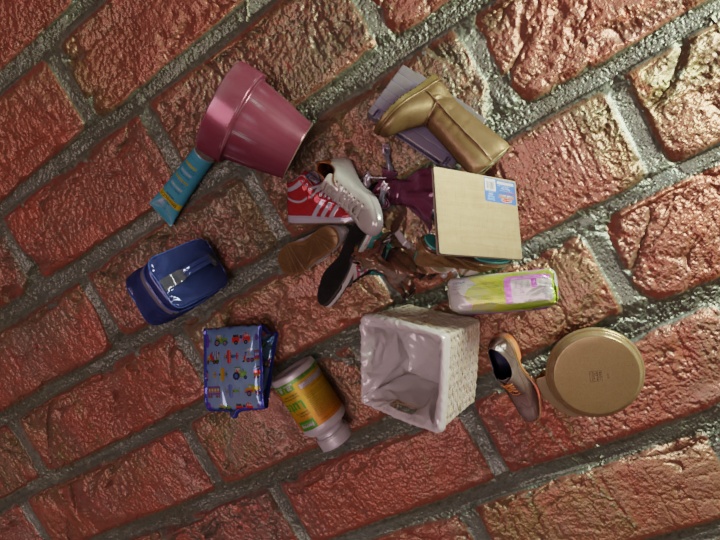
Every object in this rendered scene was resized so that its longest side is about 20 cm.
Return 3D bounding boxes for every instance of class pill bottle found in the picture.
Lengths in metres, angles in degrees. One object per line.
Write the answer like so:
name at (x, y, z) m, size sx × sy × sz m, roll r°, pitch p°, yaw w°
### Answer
pill bottle at (-0.106, 0.309, 1.181) m, size 0.111 × 0.111 × 0.200 m, roll -31°, pitch 94°, yaw 19°

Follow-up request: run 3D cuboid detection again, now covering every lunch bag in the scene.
lunch bag at (-0.280, 0.234, 1.173) m, size 0.150 × 0.094 × 0.201 m, roll -5°, pitch 69°, yaw 16°
lunch bag at (-0.397, 0.019, 1.150) m, size 0.132 × 0.200 × 0.136 m, roll -26°, pitch 98°, yaw 37°

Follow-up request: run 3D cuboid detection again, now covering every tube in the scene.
tube at (-0.412, -0.197, 1.182) m, size 0.077 × 0.050 × 0.200 m, roll 49°, pitch 115°, yaw 8°

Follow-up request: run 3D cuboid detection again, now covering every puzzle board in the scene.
puzzle board at (0.208, -0.097, 0.913) m, size 0.017 × 0.199 × 0.151 m, roll -16°, pitch 74°, yaw 57°

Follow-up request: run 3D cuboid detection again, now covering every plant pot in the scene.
plant pot at (-0.205, -0.286, 1.039) m, size 0.179 × 0.200 × 0.200 m, roll 29°, pitch 109°, yaw -10°

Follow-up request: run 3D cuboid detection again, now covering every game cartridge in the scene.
game cartridge at (0.129, -0.296, 0.997) m, size 0.200 × 0.038 × 0.130 m, roll 35°, pitch 78°, yaw 4°

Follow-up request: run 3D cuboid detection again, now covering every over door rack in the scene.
over door rack at (0.184, -0.062, 0.991) m, size 0.148 × 0.067 × 0.200 m, roll -45°, pitch 133°, yaw 18°

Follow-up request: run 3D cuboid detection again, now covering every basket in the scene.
basket at (0.121, 0.182, 1.039) m, size 0.198 × 0.161 × 0.201 m, roll 11°, pitch 107°, yaw 38°

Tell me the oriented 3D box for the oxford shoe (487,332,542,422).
oxford shoe at (0.314, 0.234, 1.067) m, size 0.071 × 0.073 × 0.200 m, roll -26°, pitch 91°, yaw 42°

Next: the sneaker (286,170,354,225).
sneaker at (-0.068, -0.157, 1.085) m, size 0.199 × 0.071 × 0.113 m, roll -1°, pitch 106°, yaw 17°

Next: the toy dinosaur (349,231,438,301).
toy dinosaur at (0.075, -0.018, 1.020) m, size 0.086 × 0.200 × 0.136 m, roll -44°, pitch 77°, yaw 21°

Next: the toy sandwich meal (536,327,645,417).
toy sandwich meal at (0.464, 0.207, 1.038) m, size 0.204 × 0.070 × 0.206 m, roll 2°, pitch 99°, yaw 12°

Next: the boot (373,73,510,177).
boot at (0.149, -0.245, 0.939) m, size 0.175 × 0.066 × 0.200 m, roll -41°, pitch 85°, yaw -9°

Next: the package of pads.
package of pads at (0.275, 0.047, 0.996) m, size 0.199 × 0.154 × 0.068 m, roll -7°, pitch 80°, yaw 16°

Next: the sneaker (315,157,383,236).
sneaker at (-0.030, -0.141, 1.002) m, size 0.200 × 0.084 × 0.073 m, roll 58°, pitch 138°, yaw 30°

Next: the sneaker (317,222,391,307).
sneaker at (0.000, 0.000, 1.076) m, size 0.200 × 0.121 × 0.084 m, roll -59°, pitch 40°, yaw 5°

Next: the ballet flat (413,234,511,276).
ballet flat at (0.183, -0.021, 0.945) m, size 0.199 × 0.068 × 0.072 m, roll 4°, pitch 138°, yaw -26°

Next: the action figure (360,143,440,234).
action figure at (0.081, -0.162, 1.049) m, size 0.199 × 0.134 × 0.149 m, roll 8°, pitch 144°, yaw 22°

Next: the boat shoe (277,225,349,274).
boat shoe at (-0.101, -0.045, 1.122) m, size 0.200 × 0.069 × 0.071 m, roll -22°, pitch 91°, yaw 39°
